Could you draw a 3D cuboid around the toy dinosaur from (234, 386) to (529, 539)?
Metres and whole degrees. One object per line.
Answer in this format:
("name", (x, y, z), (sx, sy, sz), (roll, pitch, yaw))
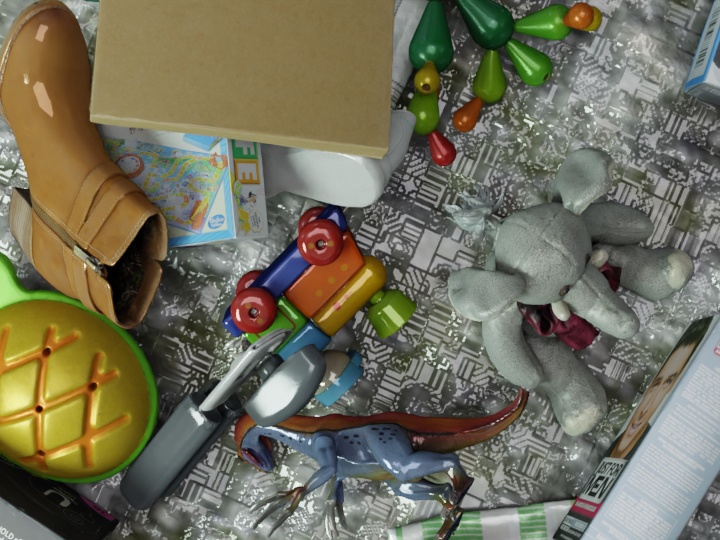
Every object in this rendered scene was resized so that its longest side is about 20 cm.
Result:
("toy dinosaur", (-0.002, 0.137, 0.926), (0.181, 0.105, 0.201), (32, 69, 19))

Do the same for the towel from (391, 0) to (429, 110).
("towel", (-0.050, -0.183, 0.951), (0.191, 0.035, 0.202), (27, 91, 1))

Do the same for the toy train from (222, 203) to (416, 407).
("toy train", (0.000, 0.000, 0.923), (0.200, 0.085, 0.116), (-45, 100, 5))

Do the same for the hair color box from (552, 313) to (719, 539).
("hair color box", (0.225, 0.133, 0.901), (0.060, 0.099, 0.201), (34, 84, 4))

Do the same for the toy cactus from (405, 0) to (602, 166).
("toy cactus", (0.082, -0.194, 0.910), (0.165, 0.102, 0.200), (43, 91, -12))

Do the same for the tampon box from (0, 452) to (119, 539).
("tampon box", (-0.302, 0.239, 0.906), (0.149, 0.126, 0.201), (33, 89, 1))

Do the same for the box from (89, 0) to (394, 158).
("box", (-0.075, -0.165, 0.813), (0.197, 0.021, 0.166), (5, 78, -14))

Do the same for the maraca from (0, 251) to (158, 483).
("maraca", (-0.242, 0.075, 0.912), (0.199, 0.107, 0.138), (37, 97, -6))

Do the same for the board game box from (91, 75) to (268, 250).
("board game box", (-0.153, -0.081, 0.893), (0.198, 0.034, 0.136), (-5, 90, 41))

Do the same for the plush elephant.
("plush elephant", (0.145, 0.005, 0.884), (0.200, 0.155, 0.165), (40, 90, 1))

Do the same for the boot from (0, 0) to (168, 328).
("boot", (-0.191, -0.071, 0.845), (0.155, 0.076, 0.202), (34, 119, 41))

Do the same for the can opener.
("can opener", (-0.106, 0.113, 0.893), (0.200, 0.052, 0.067), (-45, 77, 29))

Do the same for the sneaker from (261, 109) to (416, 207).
("sneaker", (-0.051, -0.103, 0.906), (0.198, 0.076, 0.089), (15, 52, 28))

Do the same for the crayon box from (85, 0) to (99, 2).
("crayon box", (-0.193, -0.274, 0.871), (0.051, 0.200, 0.127), (7, 89, 1))

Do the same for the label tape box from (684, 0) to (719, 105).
("label tape box", (0.366, -0.175, 0.928), (0.198, 0.066, 0.145), (19, 90, 3))

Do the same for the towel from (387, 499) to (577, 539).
("towel", (0.124, 0.260, 0.950), (0.197, 0.023, 0.155), (-6, 89, 1))
